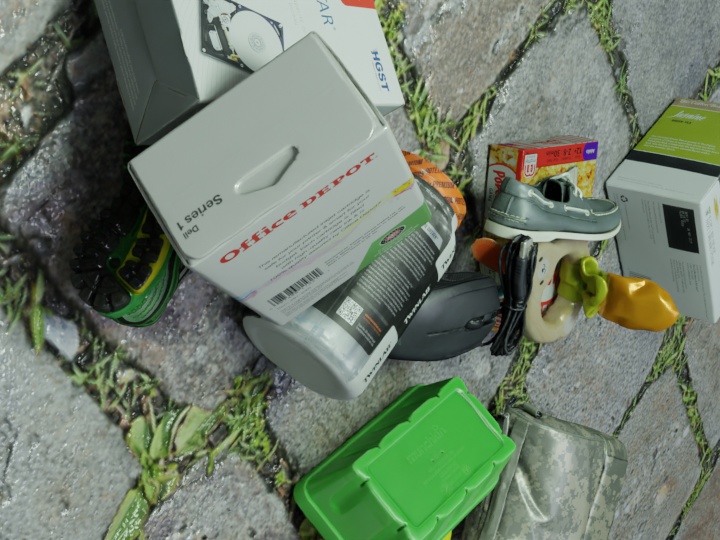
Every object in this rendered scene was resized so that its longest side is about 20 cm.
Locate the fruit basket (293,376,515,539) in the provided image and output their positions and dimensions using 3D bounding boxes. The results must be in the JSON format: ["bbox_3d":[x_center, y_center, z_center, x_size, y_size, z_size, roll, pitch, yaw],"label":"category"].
[{"bbox_3d":[0.040,0.225,1.073,0.215,0.156,0.216,-40,172,-7],"label":"fruit basket"}]

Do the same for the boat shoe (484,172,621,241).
[{"bbox_3d":[0.208,-0.068,1.112,0.199,0.073,0.062,-6,111,-41],"label":"boat shoe"}]

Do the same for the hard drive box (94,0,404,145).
[{"bbox_3d":[-0.079,-0.174,0.760,0.199,0.077,0.157,-10,80,-48],"label":"hard drive box"}]

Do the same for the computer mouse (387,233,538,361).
[{"bbox_3d":[0.081,0.040,1.026,0.199,0.053,0.139,-5,121,-19],"label":"computer mouse"}]

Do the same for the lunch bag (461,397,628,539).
[{"bbox_3d":[0.200,0.257,1.238,0.167,0.139,0.201,20,87,-51],"label":"lunch bag"}]

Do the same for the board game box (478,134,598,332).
[{"bbox_3d":[0.195,-0.043,1.196,0.151,0.046,0.201,-13,113,-46],"label":"board game box"}]

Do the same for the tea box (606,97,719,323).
[{"bbox_3d":[0.433,-0.081,1.391,0.197,0.133,0.201,-44,133,-29],"label":"tea box"}]

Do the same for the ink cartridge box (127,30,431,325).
[{"bbox_3d":[-0.044,-0.051,0.722,0.144,0.084,0.200,-35,163,2],"label":"ink cartridge box"}]

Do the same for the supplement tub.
[{"bbox_3d":[0.000,0.000,0.927,0.200,0.122,0.123,-54,137,-20],"label":"supplement tub"}]

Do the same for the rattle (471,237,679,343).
[{"bbox_3d":[0.215,0.025,1.108,0.130,0.143,0.200,-52,145,5],"label":"rattle"}]

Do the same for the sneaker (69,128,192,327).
[{"bbox_3d":[-0.142,-0.052,0.797,0.201,0.078,0.085,-63,163,-17],"label":"sneaker"}]
